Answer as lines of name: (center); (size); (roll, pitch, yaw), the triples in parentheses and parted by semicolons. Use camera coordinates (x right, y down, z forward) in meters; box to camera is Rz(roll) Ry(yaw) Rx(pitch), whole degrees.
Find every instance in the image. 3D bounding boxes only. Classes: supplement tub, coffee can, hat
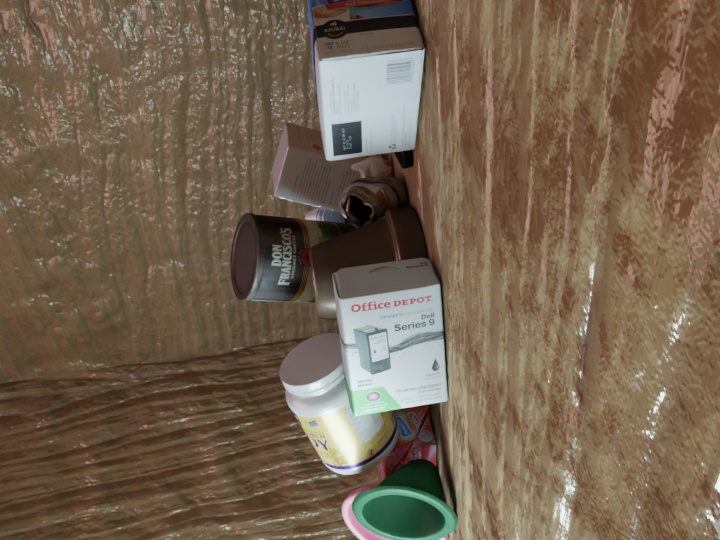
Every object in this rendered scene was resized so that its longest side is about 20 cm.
supplement tub: (-0.035, 0.217, 1.303); (0.146, 0.145, 0.201); (-105, -10, -61)
coffee can: (-0.107, -0.017, 1.370); (0.146, 0.199, 0.147); (-13, 76, 62)
hat: (0.091, 0.325, 1.312); (0.200, 0.165, 0.177); (-34, 29, 38)

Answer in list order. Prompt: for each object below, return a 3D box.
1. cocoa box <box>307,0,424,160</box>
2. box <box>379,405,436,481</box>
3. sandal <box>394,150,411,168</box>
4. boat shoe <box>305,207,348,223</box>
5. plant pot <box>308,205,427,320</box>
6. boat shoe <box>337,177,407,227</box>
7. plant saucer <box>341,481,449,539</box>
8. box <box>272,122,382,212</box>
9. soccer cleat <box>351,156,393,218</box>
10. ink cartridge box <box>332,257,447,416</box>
cocoa box: (0.004, -0.264, 1.060); (0.200, 0.133, 0.132); (89, 173, -61)
box: (0.083, 0.341, 1.442); (0.100, 0.095, 0.201); (-100, 4, -48)
sandal: (0.047, -0.244, 1.234); (0.075, 0.045, 0.201); (78, 168, -63)
boat shoe: (-0.027, -0.098, 1.619); (0.199, 0.065, 0.074); (17, -99, -47)
plant pot: (0.010, 0.007, 1.260); (0.200, 0.174, 0.202); (172, 90, -87)
boat shoe: (0.001, -0.115, 1.365); (0.075, 0.068, 0.200); (60, 157, -8)
plant saucer: (0.066, 0.443, 1.414); (0.051, 0.199, 0.201); (-57, -27, -43)
box: (-0.062, -0.194, 1.549); (0.152, 0.199, 0.107); (-104, 30, -62)
soccer cleat: (0.026, -0.114, 1.475); (0.069, 0.077, 0.201); (-106, 8, -63)
ink cartridge box: (0.043, 0.096, 1.144); (0.084, 0.145, 0.201); (-106, 8, -63)
